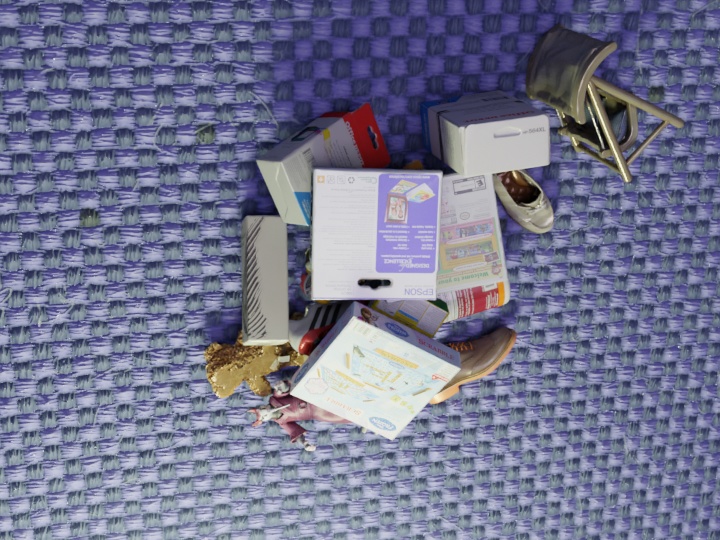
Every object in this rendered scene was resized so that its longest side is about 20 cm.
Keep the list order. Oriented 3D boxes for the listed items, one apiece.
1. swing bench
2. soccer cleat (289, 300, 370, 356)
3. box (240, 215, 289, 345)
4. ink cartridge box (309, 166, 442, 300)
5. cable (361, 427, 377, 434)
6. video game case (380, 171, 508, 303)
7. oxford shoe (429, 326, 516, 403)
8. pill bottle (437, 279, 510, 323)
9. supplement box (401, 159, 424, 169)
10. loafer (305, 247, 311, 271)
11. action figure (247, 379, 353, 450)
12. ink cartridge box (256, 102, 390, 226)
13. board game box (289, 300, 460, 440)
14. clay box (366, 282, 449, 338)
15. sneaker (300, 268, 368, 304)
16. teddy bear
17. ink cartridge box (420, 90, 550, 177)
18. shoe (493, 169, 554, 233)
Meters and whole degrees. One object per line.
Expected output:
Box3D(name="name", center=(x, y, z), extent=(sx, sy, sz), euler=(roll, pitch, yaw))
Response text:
Box3D(name="swing bench", center=(0.370, -0.273, 1.679), extent=(0.200, 0.199, 0.130), euler=(40, 96, -24))
Box3D(name="soccer cleat", center=(-0.046, 0.079, 1.755), extent=(0.200, 0.085, 0.069), euler=(-27, 145, -41))
Box3D(name="box", center=(-0.153, 0.017, 1.670), extent=(0.068, 0.082, 0.201), euler=(0, 81, -13))
Box3D(name="ink cartridge box", center=(0.021, -0.056, 1.596), extent=(0.197, 0.043, 0.201), euler=(1, 100, -5))
Box3D(name="cable", center=(0.060, 0.191, 1.827), extent=(0.097, 0.050, 0.201), euler=(-10, 129, -52))
Box3D(name="video game case", center=(0.120, -0.055, 1.639), extent=(0.199, 0.022, 0.183), euler=(-11, 100, -3))
Box3D(name="oxford shoe", center=(0.186, 0.154, 1.865), extent=(0.200, 0.071, 0.073), euler=(-36, 110, 1))
Box3D(name="pill bottle", center=(0.144, 0.030, 1.781), extent=(0.199, 0.113, 0.113), euler=(-16, 114, -8))
Box3D(name="supplement box", center=(0.120, -0.078, 1.709), extent=(0.066, 0.069, 0.200), euler=(-32, 83, 0))
Box3D(name="loafer", center=(-0.013, -0.072, 1.684), extent=(0.200, 0.070, 0.075), euler=(-39, 149, 4))
Box3D(name="action figure", center=(-0.094, 0.218, 1.785), extent=(0.199, 0.149, 0.135), euler=(-9, 108, -4))
Box3D(name="ink cartridge box", center=(-0.054, -0.171, 1.651), extent=(0.200, 0.067, 0.117), euler=(-38, 119, -31))
Box3D(name="board game box", center=(0.022, 0.163, 1.665), extent=(0.199, 0.041, 0.200), euler=(27, 125, -18))
Box3D(name="clay box", center=(0.044, 0.115, 1.717), extent=(0.115, 0.048, 0.200), euler=(29, 108, -13))
Box3D(name="sneaker", center=(0.000, 0.000, 1.747), extent=(0.199, 0.082, 0.078), euler=(-31, 115, -3))
Box3D(name="teddy bear", center=(-0.169, 0.140, 1.773), extent=(0.200, 0.067, 0.145), euler=(-35, 124, -7))
Box3D(name="ink cartridge box", center=(0.193, -0.218, 1.652), extent=(0.145, 0.200, 0.085), euler=(-10, 112, -11))
Box3D(name="shoe", center=(0.268, -0.132, 1.785), extent=(0.070, 0.053, 0.200), euler=(-43, 115, 4))
